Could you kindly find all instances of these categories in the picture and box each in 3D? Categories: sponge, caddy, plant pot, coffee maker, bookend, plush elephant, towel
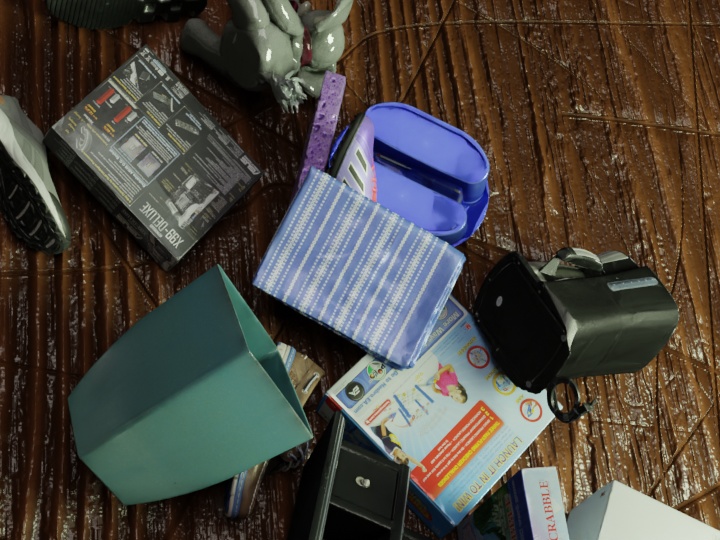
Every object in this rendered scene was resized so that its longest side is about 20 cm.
[{"bbox_3d":[-0.057,-0.114,1.486,0.029,0.112,0.202,16,60,-5],"label":"sponge"},{"bbox_3d":[0.058,-0.108,1.525,0.198,0.105,0.143,26,82,0],"label":"caddy"},{"bbox_3d":[-0.177,0.129,1.277,0.198,0.142,0.142,-31,40,2],"label":"plant pot"},{"bbox_3d":[0.250,0.072,1.451,0.198,0.134,0.195,-3,71,-39],"label":"coffee maker"},{"bbox_3d":[0.032,0.272,1.293,0.198,0.093,0.200,25,34,-8],"label":"bookend"},{"bbox_3d":[-0.087,-0.281,1.539,0.154,0.165,0.200,-27,68,-40],"label":"plush elephant"},{"bbox_3d":[0.000,0.000,1.389,0.198,0.024,0.146,29,86,-7],"label":"towel"}]

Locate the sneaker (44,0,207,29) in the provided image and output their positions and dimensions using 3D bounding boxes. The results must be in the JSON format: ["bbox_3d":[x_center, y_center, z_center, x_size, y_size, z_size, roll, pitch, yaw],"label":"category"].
[{"bbox_3d":[-0.288,-0.345,1.560,0.198,0.074,0.089,-8,66,-31],"label":"sneaker"}]

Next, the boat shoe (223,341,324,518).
[{"bbox_3d":[-0.085,0.170,1.356,0.072,0.072,0.202,21,60,-5],"label":"boat shoe"}]

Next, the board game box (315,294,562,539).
[{"bbox_3d":[0.087,0.151,1.427,0.196,0.056,0.200,45,61,8],"label":"board game box"}]

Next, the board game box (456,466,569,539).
[{"bbox_3d":[0.157,0.321,1.280,0.041,0.200,0.203,0,63,-16],"label":"board game box"}]

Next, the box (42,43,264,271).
[{"bbox_3d":[-0.227,-0.126,1.449,0.200,0.050,0.158,46,60,-8],"label":"box"}]

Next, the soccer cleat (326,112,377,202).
[{"bbox_3d":[-0.007,-0.075,1.434,0.072,0.202,0.068,18,23,5],"label":"soccer cleat"}]

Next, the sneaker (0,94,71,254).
[{"bbox_3d":[-0.362,-0.111,1.418,0.079,0.074,0.202,-18,75,-49],"label":"sneaker"}]

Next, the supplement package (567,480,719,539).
[{"bbox_3d":[0.315,0.328,1.371,0.198,0.118,0.118,26,60,-3],"label":"supplement package"}]
